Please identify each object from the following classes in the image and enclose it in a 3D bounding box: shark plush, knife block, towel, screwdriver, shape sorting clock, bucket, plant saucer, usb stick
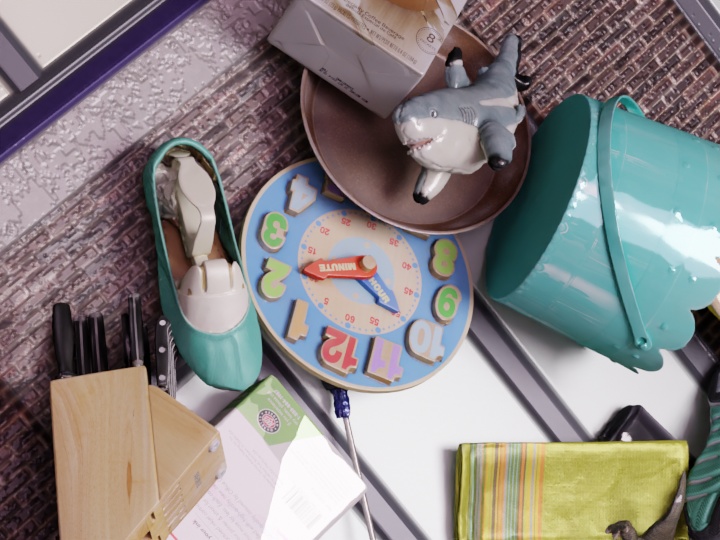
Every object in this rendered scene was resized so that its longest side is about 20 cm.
[{"bbox_3d":[0.093,-0.137,1.305,0.083,0.091,0.200,54,53,-15],"label":"shark plush"},{"bbox_3d":[-0.191,0.115,1.186,0.175,0.064,0.200,31,64,19],"label":"knife block"},{"bbox_3d":[0.172,0.181,1.362,0.199,0.018,0.086,0,92,-14],"label":"towel"},{"bbox_3d":[-0.010,0.130,1.306,0.029,0.028,0.201,4,73,-51],"label":"screwdriver"},{"bbox_3d":[0.000,0.000,1.313,0.199,0.039,0.201,9,66,-22],"label":"shape sorting clock"},{"bbox_3d":[0.197,-0.034,1.331,0.134,0.207,0.208,22,75,-13],"label":"bucket"},{"bbox_3d":[0.041,-0.116,1.348,0.200,0.034,0.201,8,67,-20],"label":"plant saucer"},{"bbox_3d":[0.281,0.193,1.417,0.200,0.033,0.055,44,67,-10],"label":"usb stick"}]

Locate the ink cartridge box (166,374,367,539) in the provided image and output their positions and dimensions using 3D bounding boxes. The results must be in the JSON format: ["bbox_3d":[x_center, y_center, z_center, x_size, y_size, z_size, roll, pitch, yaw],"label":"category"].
[{"bbox_3d":[-0.107,0.187,1.242,0.200,0.067,0.117,-42,95,-22],"label":"ink cartridge box"}]

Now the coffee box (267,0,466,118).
[{"bbox_3d":[0.028,-0.236,1.327,0.114,0.080,0.200,33,59,-8],"label":"coffee box"}]

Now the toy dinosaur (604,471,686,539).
[{"bbox_3d":[0.208,0.251,1.347,0.102,0.077,0.200,30,80,-43],"label":"toy dinosaur"}]

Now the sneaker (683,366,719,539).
[{"bbox_3d":[0.326,0.162,1.390,0.088,0.074,0.200,47,45,-24],"label":"sneaker"}]

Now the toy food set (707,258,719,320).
[{"bbox_3d":[0.344,-0.016,1.438,0.198,0.049,0.200,44,53,-11],"label":"toy food set"}]

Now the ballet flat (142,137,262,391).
[{"bbox_3d":[-0.119,-0.010,1.240,0.067,0.070,0.201,-12,71,-15],"label":"ballet flat"}]
